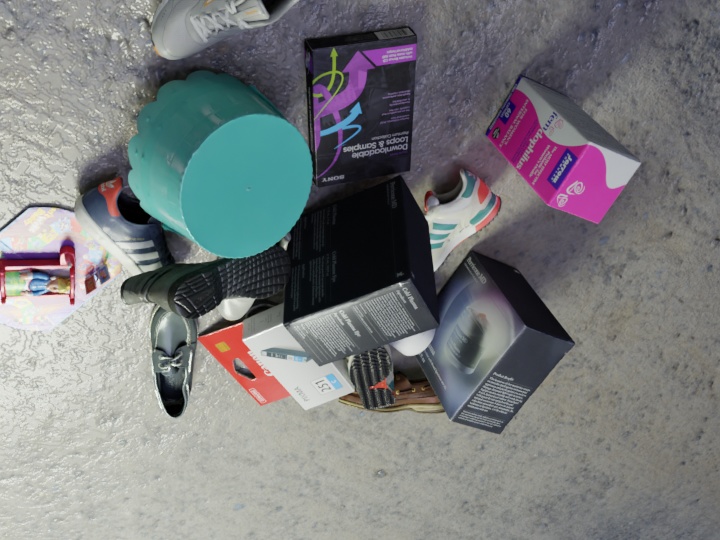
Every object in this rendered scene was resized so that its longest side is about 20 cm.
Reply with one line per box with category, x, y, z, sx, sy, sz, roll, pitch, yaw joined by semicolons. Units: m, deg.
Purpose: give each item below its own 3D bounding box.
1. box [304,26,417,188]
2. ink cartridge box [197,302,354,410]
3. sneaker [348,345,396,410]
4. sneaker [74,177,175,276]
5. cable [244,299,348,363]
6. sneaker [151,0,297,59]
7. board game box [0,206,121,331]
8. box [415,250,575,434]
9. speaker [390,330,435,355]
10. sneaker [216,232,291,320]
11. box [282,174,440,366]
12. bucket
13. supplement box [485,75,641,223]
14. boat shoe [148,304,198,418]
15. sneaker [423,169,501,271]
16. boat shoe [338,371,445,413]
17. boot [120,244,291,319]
box;0.001;-0.212;1.092;0.141;0.036;0.202;-12;131;-15
ink cartridge box;-0.128;0.146;1.274;0.175;0.045;0.201;-22;132;15
sneaker;0.015;0.141;1.313;0.070;0.094;0.201;-12;143;1
sneaker;-0.275;-0.041;1.078;0.084;0.075;0.200;-35;132;8
cable;-0.082;0.088;1.277;0.199;0.051;0.097;29;112;-39
sneaker;-0.144;-0.294;0.917;0.199;0.092;0.076;-32;132;3
board game box;-0.415;0.011;1.080;0.199;0.039;0.158;-37;131;7
box;0.199;0.112;1.320;0.122;0.201;0.199;21;115;-34
speaker;0.032;0.056;1.283;0.081;0.081;0.200;-42;130;12
sneaker;-0.153;0.000;1.151;0.075;0.092;0.201;7;123;-28
box;0.000;0.000;1.115;0.180;0.201;0.104;-20;134;19
bucket;-0.163;-0.122;0.990;0.206;0.135;0.209;-21;128;-30
supplement box;0.272;-0.168;1.132;0.102;0.201;0.102;14;119;-31
boat shoe;-0.274;0.133;1.221;0.072;0.062;0.202;-2;126;-18
sneaker;0.109;-0.068;1.231;0.199;0.071;0.093;-41;112;13
boat shoe;0.058;0.208;1.430;0.198;0.072;0.068;3;92;-16
boot;-0.196;0.004;1.053;0.199;0.130;0.069;-19;111;-44
